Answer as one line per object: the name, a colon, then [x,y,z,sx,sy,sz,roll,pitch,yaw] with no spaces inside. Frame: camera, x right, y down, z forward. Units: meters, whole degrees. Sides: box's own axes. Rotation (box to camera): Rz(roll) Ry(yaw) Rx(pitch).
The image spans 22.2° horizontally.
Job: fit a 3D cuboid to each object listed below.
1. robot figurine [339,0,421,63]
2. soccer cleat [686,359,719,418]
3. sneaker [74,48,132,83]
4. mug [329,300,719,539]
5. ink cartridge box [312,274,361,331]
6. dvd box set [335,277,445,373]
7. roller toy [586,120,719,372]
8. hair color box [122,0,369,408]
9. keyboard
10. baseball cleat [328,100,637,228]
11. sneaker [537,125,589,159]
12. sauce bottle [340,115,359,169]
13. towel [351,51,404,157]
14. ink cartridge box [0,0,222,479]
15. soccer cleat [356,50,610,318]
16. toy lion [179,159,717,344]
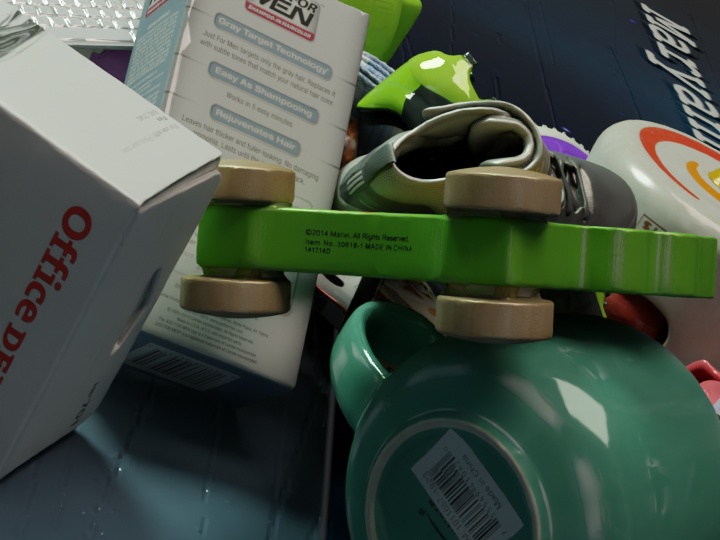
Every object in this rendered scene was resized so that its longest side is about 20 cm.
robot figurine: [-0.051,-0.196,1.299,0.199,0.116,0.176,6,42,-47]
soccer cleat: [0.194,0.103,1.045,0.077,0.067,0.200,55,20,5]
sneaker: [-0.092,-0.128,1.017,0.114,0.073,0.200,37,22,18]
mug: [0.056,0.097,0.797,0.184,0.154,0.114,4,7,35]
ink cartridge box: [0.000,0.000,1.044,0.109,0.051,0.200,39,24,16]
dvd box set: [0.079,0.064,0.960,0.200,0.029,0.147,45,26,-9]
roller toy: [0.214,-0.006,1.212,0.181,0.140,0.201,22,24,-21]
hair color box: [-0.067,-0.047,0.882,0.098,0.060,0.202,23,66,-27]
keyboard: [-0.113,-0.130,0.935,0.198,0.011,0.056,-3,40,-32]
baseball cleat: [0.082,-0.039,0.923,0.199,0.106,0.070,-4,69,-36]
sneaker: [0.094,-0.057,1.273,0.199,0.070,0.100,15,35,-31]
sauce bottle: [-0.100,-0.097,1.101,0.198,0.066,0.066,18,25,-17]
towel: [-0.014,-0.105,1.160,0.199,0.024,0.147,36,-22,6]
ink cartridge box: [-0.179,-0.035,0.753,0.199,0.147,0.086,35,24,9]
soccer cleat: [0.071,-0.032,1.043,0.201,0.081,0.068,58,-4,15]
toy lion: [0.048,-0.008,0.806,0.198,0.069,0.191,4,1,29]
